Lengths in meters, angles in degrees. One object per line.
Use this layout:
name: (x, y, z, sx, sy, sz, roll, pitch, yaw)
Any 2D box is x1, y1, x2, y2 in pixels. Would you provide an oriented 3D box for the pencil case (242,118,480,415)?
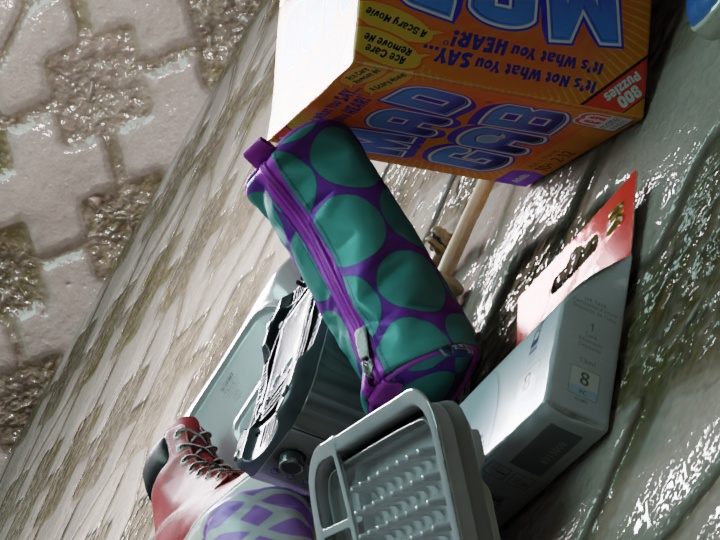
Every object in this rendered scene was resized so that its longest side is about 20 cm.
pencil case: (0.000, 0.000, 1.397, 0.085, 0.092, 0.200, -46, 61, 30)

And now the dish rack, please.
dish rack: (0.033, 0.166, 1.240, 0.200, 0.043, 0.172, 140, 122, -63)

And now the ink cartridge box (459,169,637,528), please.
ink cartridge box: (0.103, 0.047, 1.296, 0.160, 0.047, 0.200, -52, 20, 49)

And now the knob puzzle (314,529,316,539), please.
knob puzzle: (-0.047, 0.264, 1.526, 0.220, 0.030, 0.220, -44, 33, 39)

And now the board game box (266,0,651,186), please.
board game box: (0.066, -0.189, 1.455, 0.200, 0.199, 0.200, 149, 128, -69)

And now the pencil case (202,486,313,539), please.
pencil case: (-0.051, 0.237, 1.385, 0.084, 0.086, 0.200, -19, 51, 10)

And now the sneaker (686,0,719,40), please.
sneaker: (0.197, -0.236, 1.311, 0.077, 0.111, 0.200, -46, 22, 56)

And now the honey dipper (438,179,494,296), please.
honey dipper: (0.081, -0.041, 1.598, 0.200, 0.038, 0.038, -66, 12, -16)

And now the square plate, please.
square plate: (-0.065, 0.122, 1.646, 0.200, 0.028, 0.198, -57, 48, 18)

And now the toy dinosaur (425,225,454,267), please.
toy dinosaur: (0.031, 0.018, 1.691, 0.101, 0.058, 0.200, -52, 9, -18)

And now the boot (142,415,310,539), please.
boot: (-0.104, 0.150, 1.591, 0.200, 0.072, 0.145, -45, 43, 42)

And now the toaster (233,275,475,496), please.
toaster: (0.000, 0.075, 1.480, 0.114, 0.129, 0.200, -53, 18, 41)
